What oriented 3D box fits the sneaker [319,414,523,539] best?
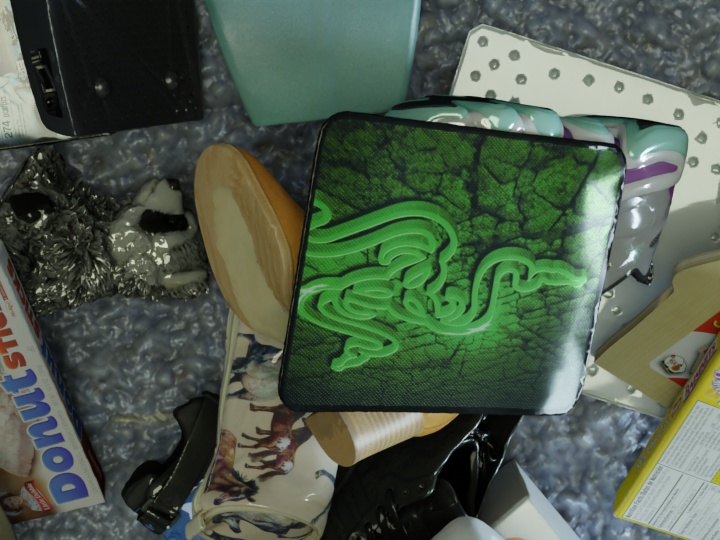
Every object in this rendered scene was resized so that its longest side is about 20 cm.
[{"bbox_3d":[0.023,0.145,0.912,0.060,0.104,0.200,51,56,-33],"label":"sneaker"}]

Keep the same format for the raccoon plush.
[{"bbox_3d":[-0.180,0.014,0.944,0.134,0.097,0.200,31,121,-15],"label":"raccoon plush"}]

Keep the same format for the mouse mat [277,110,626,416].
[{"bbox_3d":[0.054,0.002,0.824,0.199,0.008,0.162,4,102,-28],"label":"mouse mat"}]

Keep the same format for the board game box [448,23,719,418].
[{"bbox_3d":[0.133,-0.030,0.954,0.199,0.026,0.201,17,97,-3],"label":"board game box"}]

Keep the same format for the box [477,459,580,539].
[{"bbox_3d":[0.062,0.237,0.950,0.200,0.097,0.125,-39,95,5],"label":"box"}]

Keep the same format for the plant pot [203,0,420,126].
[{"bbox_3d":[-0.029,-0.194,0.881,0.140,0.141,0.201,-7,107,0],"label":"plant pot"}]

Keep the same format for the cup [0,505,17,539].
[{"bbox_3d":[-0.293,0.165,0.907,0.143,0.200,0.201,-32,97,-23],"label":"cup"}]

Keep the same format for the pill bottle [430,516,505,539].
[{"bbox_3d":[0.023,0.241,0.846,0.200,0.111,0.111,-43,95,5],"label":"pill bottle"}]

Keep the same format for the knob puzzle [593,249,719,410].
[{"bbox_3d":[0.267,0.039,0.894,0.218,0.031,0.220,10,137,9],"label":"knob puzzle"}]

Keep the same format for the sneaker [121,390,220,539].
[{"bbox_3d":[-0.105,0.175,0.949,0.111,0.077,0.201,20,92,-9],"label":"sneaker"}]

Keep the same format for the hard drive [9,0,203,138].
[{"bbox_3d":[-0.154,-0.182,0.886,0.042,0.135,0.201,-4,98,32],"label":"hard drive"}]

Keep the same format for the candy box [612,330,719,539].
[{"bbox_3d":[0.238,0.100,0.916,0.102,0.026,0.201,20,133,-1],"label":"candy box"}]

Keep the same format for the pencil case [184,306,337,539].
[{"bbox_3d":[-0.051,0.067,0.899,0.089,0.078,0.201,13,66,-12],"label":"pencil case"}]

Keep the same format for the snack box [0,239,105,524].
[{"bbox_3d":[-0.218,0.073,0.917,0.071,0.024,0.201,-14,127,1],"label":"snack box"}]

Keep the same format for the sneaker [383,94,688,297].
[{"bbox_3d":[0.099,-0.025,0.880,0.199,0.078,0.141,5,98,-23],"label":"sneaker"}]

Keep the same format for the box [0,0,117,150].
[{"bbox_3d":[-0.232,-0.174,0.926,0.136,0.040,0.201,-8,97,1],"label":"box"}]

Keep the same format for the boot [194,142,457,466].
[{"bbox_3d":[0.001,0.000,0.871,0.144,0.071,0.202,-29,94,-38],"label":"boot"}]
